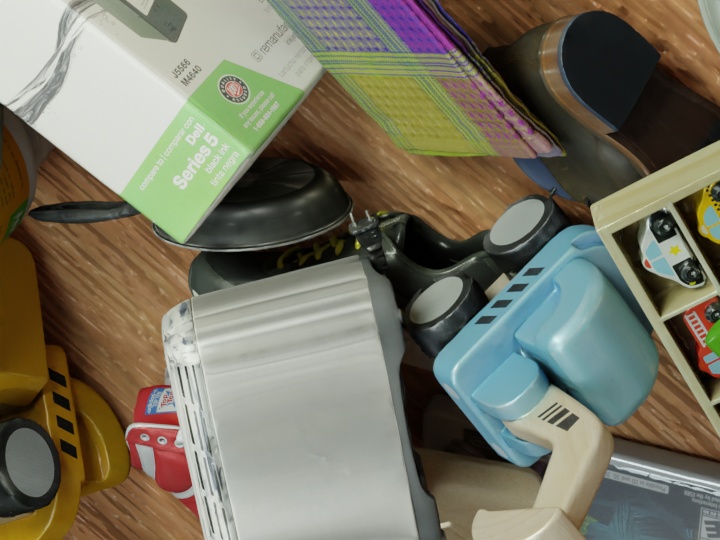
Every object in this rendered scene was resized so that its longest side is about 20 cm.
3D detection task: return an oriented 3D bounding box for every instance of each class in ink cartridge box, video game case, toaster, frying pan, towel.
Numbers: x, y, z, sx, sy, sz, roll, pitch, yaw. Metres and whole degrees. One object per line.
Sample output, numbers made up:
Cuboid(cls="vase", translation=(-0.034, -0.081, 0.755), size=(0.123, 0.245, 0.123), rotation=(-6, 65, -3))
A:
Cuboid(cls="ink cartridge box", translation=(-0.128, -0.132, 1.605), size=(0.200, 0.146, 0.084), rotation=(38, 127, -2))
Cuboid(cls="video game case", translation=(0.130, 0.174, 1.761), size=(0.200, 0.023, 0.182), rotation=(13, 125, 17))
Cuboid(cls="toaster", translation=(-0.033, 0.077, 1.606), size=(0.129, 0.114, 0.200), rotation=(-12, 103, -3))
Cuboid(cls="frying pan", translation=(-0.089, -0.044, 1.682), size=(0.190, 0.115, 0.031), rotation=(14, 119, 41))
Cuboid(cls="towel", translation=(0.011, -0.126, 1.545), size=(0.200, 0.023, 0.144), rotation=(47, 160, -27))

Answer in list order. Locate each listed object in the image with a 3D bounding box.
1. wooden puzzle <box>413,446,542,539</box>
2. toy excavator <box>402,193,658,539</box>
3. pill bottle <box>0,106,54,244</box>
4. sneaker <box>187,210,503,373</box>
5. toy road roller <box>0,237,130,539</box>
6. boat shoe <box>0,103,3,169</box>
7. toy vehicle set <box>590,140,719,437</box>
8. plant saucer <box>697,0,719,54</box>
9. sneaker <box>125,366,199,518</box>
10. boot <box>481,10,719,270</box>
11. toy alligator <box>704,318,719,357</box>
Cuboid(cls="wooden puzzle", translation=(-0.001, 0.170, 1.747), size=(0.185, 0.046, 0.200), rotation=(10, 130, -8))
Cuboid(cls="toy excavator", translation=(0.102, 0.066, 1.552), size=(0.100, 0.194, 0.200), rotation=(51, 166, -26))
Cuboid(cls="pill bottle", translation=(-0.253, -0.045, 1.686), size=(0.111, 0.200, 0.111), rotation=(12, 125, 18))
Cuboid(cls="sneaker", translation=(0.000, 0.000, 1.688), size=(0.200, 0.074, 0.085), rotation=(9, 118, 10))
Cuboid(cls="toy road roller", translation=(-0.226, 0.081, 1.827), size=(0.123, 0.146, 0.200), rotation=(-19, 74, 34))
Cuboid(cls="boat shoe", translation=(-0.236, -0.112, 1.638), size=(0.071, 0.201, 0.070), rotation=(-4, 140, -5))
Cuboid(cls="toy vehicle set", translation=(0.221, 0.017, 1.559), size=(0.124, 0.027, 0.200), rotation=(-27, 121, 11))
Cuboid(cls="plant saucer", translation=(0.259, -0.139, 1.482), size=(0.200, 0.050, 0.200), rotation=(12, 125, 17))
Cuboid(cls="sneaker", translation=(-0.068, 0.083, 1.765), size=(0.112, 0.071, 0.200), rotation=(37, 131, -5))
Cuboid(cls="boot", translation=(0.147, -0.061, 1.589), size=(0.200, 0.075, 0.097), rotation=(49, 154, -23))
Cuboid(cls="toy alligator", translation=(0.261, -0.008, 1.499), size=(0.200, 0.054, 0.059), rotation=(-37, 119, 16))
